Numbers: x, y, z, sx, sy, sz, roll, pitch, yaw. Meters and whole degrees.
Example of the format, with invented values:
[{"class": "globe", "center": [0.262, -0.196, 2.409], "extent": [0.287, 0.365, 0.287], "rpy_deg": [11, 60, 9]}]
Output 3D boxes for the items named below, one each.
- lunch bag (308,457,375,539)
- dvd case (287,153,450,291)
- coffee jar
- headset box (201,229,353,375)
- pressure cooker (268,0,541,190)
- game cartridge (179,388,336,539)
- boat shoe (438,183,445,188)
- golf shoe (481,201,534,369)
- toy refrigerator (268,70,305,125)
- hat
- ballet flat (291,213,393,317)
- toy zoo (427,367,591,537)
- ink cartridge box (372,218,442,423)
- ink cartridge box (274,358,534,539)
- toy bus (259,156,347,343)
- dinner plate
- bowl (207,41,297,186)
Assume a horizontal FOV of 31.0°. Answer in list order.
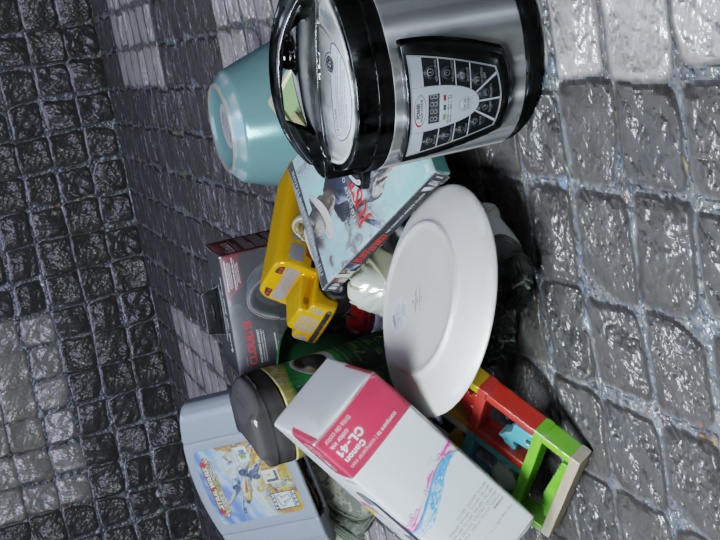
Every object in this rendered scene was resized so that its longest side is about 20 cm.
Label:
[{"class": "lunch bag", "center": [-0.056, 0.238, 1.547], "extent": [0.200, 0.168, 0.139], "rpy_deg": [40, -178, 0]}, {"class": "dvd case", "center": [0.002, -0.093, 1.203], "extent": [0.200, 0.022, 0.146], "rpy_deg": [-46, 52, 45]}, {"class": "coffee jar", "center": [-0.025, 0.122, 1.277], "extent": [0.104, 0.199, 0.086], "rpy_deg": [-148, 44, -66]}, {"class": "headset box", "center": [-0.090, 0.029, 1.540], "extent": [0.075, 0.199, 0.149], "rpy_deg": [-147, 47, -66]}, {"class": "pressure cooker", "center": [0.023, -0.167, 1.037], "extent": [0.179, 0.199, 0.177], "rpy_deg": [135, 120, -69]}, {"class": "game cartridge", "center": [-0.120, 0.226, 1.444], "extent": [0.042, 0.133, 0.201], "rpy_deg": [-59, -50, -67]}, {"class": "boat shoe", "center": [0.041, -0.089, 1.228], "extent": [0.074, 0.069, 0.201], "rpy_deg": [55, -162, -67]}, {"class": "golf shoe", "center": [0.103, 0.020, 1.163], "extent": [0.200, 0.077, 0.095], "rpy_deg": [112, 152, -52]}, {"class": "toy refrigerator", "center": [-0.027, -0.155, 1.374], "extent": [0.076, 0.070, 0.200], "rpy_deg": [-56, 38, 18]}, {"class": "hat", "center": [0.020, 0.102, 1.422], "extent": [0.176, 0.200, 0.166], "rpy_deg": [-23, 65, 28]}, {"class": "ballet flat", "center": [0.000, 0.000, 1.274], "extent": [0.200, 0.069, 0.070], "rpy_deg": [46, 148, 33]}, {"class": "toy zoo", "center": [0.106, 0.140, 1.158], "extent": [0.200, 0.020, 0.131], "rpy_deg": [37, 146, 21]}, {"class": "ink cartridge box", "center": [0.052, 0.027, 1.361], "extent": [0.196, 0.043, 0.201], "rpy_deg": [-132, 29, -57]}, {"class": "ink cartridge box", "center": [0.035, 0.175, 1.143], "extent": [0.200, 0.086, 0.148], "rpy_deg": [44, 168, -12]}, {"class": "toy bus", "center": [-0.055, -0.024, 1.366], "extent": [0.065, 0.078, 0.201], "rpy_deg": [125, 159, -44]}, {"class": "dinner plate", "center": [0.057, 0.024, 1.111], "extent": [0.200, 0.024, 0.201], "rpy_deg": [-172, 90, -67]}, {"class": "bowl", "center": [-0.130, -0.191, 1.663], "extent": [0.201, 0.105, 0.202], "rpy_deg": [166, 90, -74]}]
